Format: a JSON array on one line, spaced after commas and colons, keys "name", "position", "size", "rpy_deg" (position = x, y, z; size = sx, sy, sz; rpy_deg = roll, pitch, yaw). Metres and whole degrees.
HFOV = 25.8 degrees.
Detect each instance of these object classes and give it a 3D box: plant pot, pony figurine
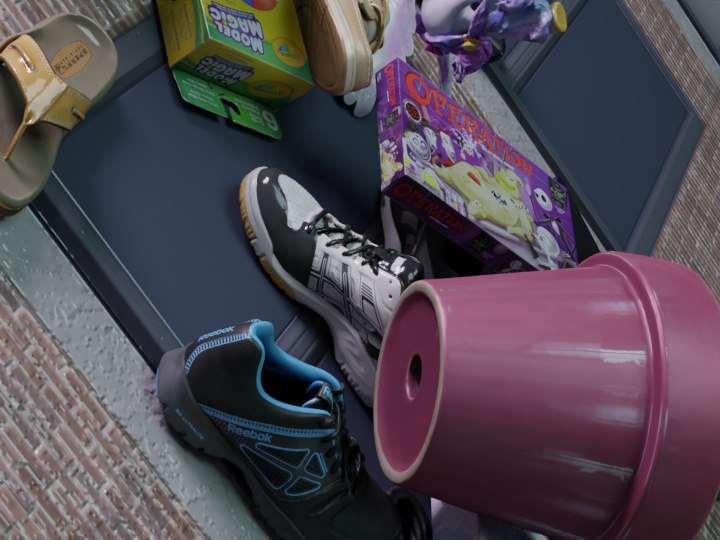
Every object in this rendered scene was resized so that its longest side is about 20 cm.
[{"name": "plant pot", "position": [0.111, 0.082, 0.998], "size": [0.177, 0.201, 0.201], "rpy_deg": [8, 52, -17]}, {"name": "pony figurine", "position": [0.069, -0.218, 1.308], "size": [0.166, 0.199, 0.195], "rpy_deg": [21, 63, -55]}]

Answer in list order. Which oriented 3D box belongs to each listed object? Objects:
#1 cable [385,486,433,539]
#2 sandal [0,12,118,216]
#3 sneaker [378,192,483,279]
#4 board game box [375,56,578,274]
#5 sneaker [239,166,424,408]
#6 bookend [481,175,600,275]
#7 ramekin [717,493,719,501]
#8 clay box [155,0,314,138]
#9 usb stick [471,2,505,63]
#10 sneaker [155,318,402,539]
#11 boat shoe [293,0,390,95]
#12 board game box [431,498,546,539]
[{"name": "cable", "position": [0.039, 0.238, 1.010], "size": [0.097, 0.050, 0.201], "rpy_deg": [0, 52, -47]}, {"name": "sandal", "position": [-0.187, -0.108, 0.936], "size": [0.080, 0.054, 0.200], "rpy_deg": [50, 32, -16]}, {"name": "sneaker", "position": [0.065, -0.021, 1.200], "size": [0.076, 0.087, 0.201], "rpy_deg": [41, 36, -28]}, {"name": "board game box", "position": [0.089, -0.059, 1.158], "size": [0.199, 0.032, 0.121], "rpy_deg": [33, 35, -34]}, {"name": "sneaker", "position": [0.000, 0.000, 1.089], "size": [0.201, 0.087, 0.076], "rpy_deg": [52, 33, -10]}, {"name": "bookend", "position": [0.128, 0.042, 1.236], "size": [0.199, 0.092, 0.200], "rpy_deg": [-14, 74, -57]}, {"name": "ramekin", "position": [0.277, 0.116, 1.385], "size": [0.200, 0.097, 0.201], "rpy_deg": [36, 38, -34]}, {"name": "clay box", "position": [-0.099, -0.202, 1.152], "size": [0.114, 0.047, 0.202], "rpy_deg": [17, 51, -50]}, {"name": "usb stick", "position": [0.066, -0.271, 1.468], "size": [0.200, 0.033, 0.056], "rpy_deg": [41, 28, -28]}, {"name": "sneaker", "position": [-0.033, 0.110, 0.953], "size": [0.200, 0.082, 0.074], "rpy_deg": [44, 32, -27]}, {"name": "boat shoe", "position": [-0.011, -0.196, 1.190], "size": [0.068, 0.074, 0.201], "rpy_deg": [-1, 35, -14]}, {"name": "board game box", "position": [0.119, 0.244, 1.047], "size": [0.200, 0.043, 0.200], "rpy_deg": [53, 14, -16]}]
